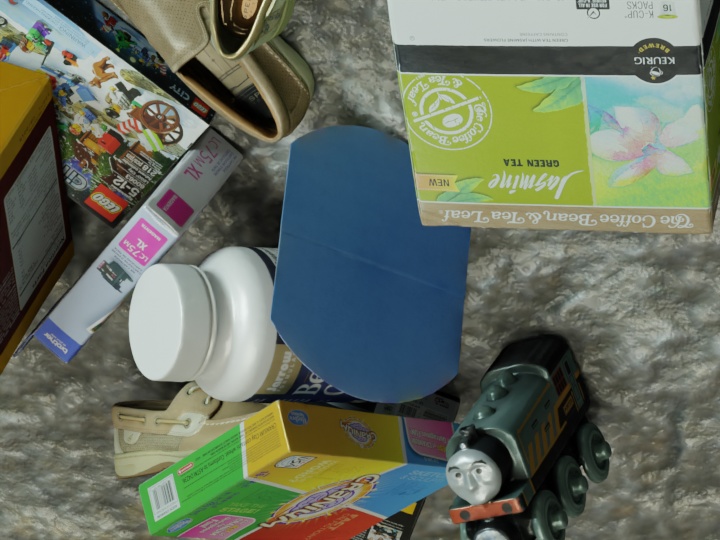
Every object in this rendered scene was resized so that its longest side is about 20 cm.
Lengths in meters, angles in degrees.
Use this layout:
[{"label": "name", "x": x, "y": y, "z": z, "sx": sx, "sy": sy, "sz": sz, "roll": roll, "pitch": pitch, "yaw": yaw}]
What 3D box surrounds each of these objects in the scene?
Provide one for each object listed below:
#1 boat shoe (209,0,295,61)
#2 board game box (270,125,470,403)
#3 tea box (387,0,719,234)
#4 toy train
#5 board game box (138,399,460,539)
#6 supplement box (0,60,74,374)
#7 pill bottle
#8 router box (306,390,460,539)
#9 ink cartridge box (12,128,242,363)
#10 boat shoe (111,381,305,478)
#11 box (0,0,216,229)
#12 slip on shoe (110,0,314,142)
[{"label": "boat shoe", "x": -0.064, "y": -0.236, "z": 1.612, "sx": 0.073, "sy": 0.063, "sz": 0.201, "roll": 10, "pitch": 116, "yaw": 9}, {"label": "board game box", "x": 0.000, "y": 0.000, "z": 1.718, "sx": 0.158, "sy": 0.201, "sz": 0.039, "roll": 19, "pitch": 154, "yaw": -30}, {"label": "tea box", "x": 0.136, "y": -0.140, "z": 1.593, "sx": 0.199, "sy": 0.134, "sz": 0.197, "roll": 1, "pitch": 128, "yaw": 16}, {"label": "toy train", "x": 0.116, "y": 0.132, "z": 1.782, "sx": 0.085, "sy": 0.200, "sz": 0.114, "roll": -14, "pitch": 108, "yaw": 29}, {"label": "board game box", "x": -0.038, "y": 0.152, "z": 1.794, "sx": 0.153, "sy": 0.040, "sz": 0.200, "roll": -33, "pitch": 152, "yaw": 35}, {"label": "supplement box", "x": -0.330, "y": -0.054, "z": 1.772, "sx": 0.197, "sy": 0.133, "sz": 0.200, "roll": 17, "pitch": 142, "yaw": 14}, {"label": "pill bottle", "x": -0.059, "y": 0.040, "z": 1.754, "sx": 0.199, "sy": 0.111, "sz": 0.111, "roll": 2, "pitch": 139, "yaw": -32}, {"label": "router box", "x": -0.038, "y": 0.136, "z": 1.919, "sx": 0.199, "sy": 0.052, "sz": 0.158, "roll": 20, "pitch": 131, "yaw": 1}, {"label": "ink cartridge box", "x": -0.172, "y": -0.009, "z": 1.802, "sx": 0.042, "sy": 0.119, "sz": 0.200, "roll": 42, "pitch": 128, "yaw": -6}, {"label": "boat shoe", "x": -0.118, "y": 0.113, "z": 1.838, "sx": 0.200, "sy": 0.071, "sz": 0.065, "roll": -14, "pitch": 87, "yaw": 39}, {"label": "box", "x": -0.218, "y": -0.135, "z": 1.772, "sx": 0.200, "sy": 0.038, "sz": 0.137, "roll": 36, "pitch": 129, "yaw": -12}, {"label": "slip on shoe", "x": -0.117, "y": -0.166, "z": 1.701, "sx": 0.076, "sy": 0.061, "sz": 0.200, "roll": -32, "pitch": 112, "yaw": 35}]
